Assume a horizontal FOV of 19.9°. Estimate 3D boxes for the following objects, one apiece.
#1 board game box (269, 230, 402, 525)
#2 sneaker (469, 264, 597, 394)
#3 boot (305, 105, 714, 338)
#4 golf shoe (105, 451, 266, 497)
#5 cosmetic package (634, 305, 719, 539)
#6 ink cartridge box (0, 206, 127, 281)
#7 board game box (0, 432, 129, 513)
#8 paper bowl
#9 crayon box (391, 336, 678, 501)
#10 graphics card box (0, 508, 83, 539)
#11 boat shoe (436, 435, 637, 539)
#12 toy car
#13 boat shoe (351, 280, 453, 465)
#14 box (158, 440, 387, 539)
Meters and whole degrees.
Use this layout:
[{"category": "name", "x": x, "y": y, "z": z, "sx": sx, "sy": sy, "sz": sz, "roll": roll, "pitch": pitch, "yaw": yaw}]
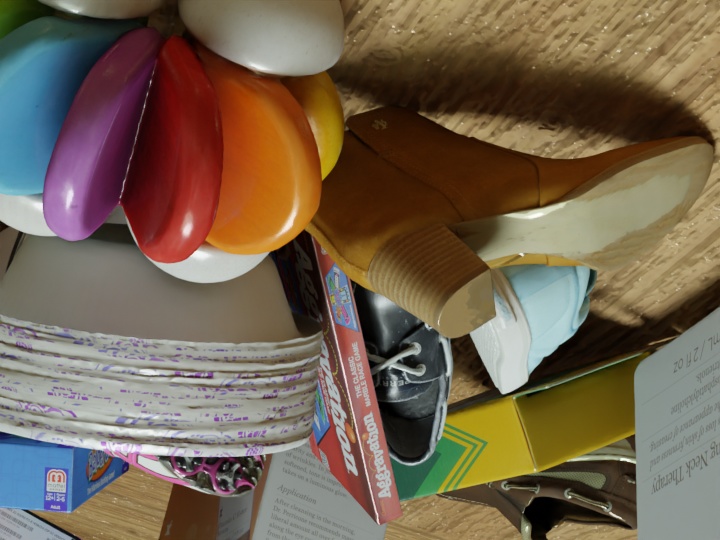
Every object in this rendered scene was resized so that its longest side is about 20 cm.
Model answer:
[{"category": "board game box", "x": -0.022, "y": 0.041, "z": 1.194, "sx": 0.103, "sy": 0.019, "sz": 0.202, "roll": 39, "pitch": 146, "yaw": 58}, {"category": "sneaker", "x": 0.105, "y": 0.023, "z": 1.218, "sx": 0.081, "sy": 0.074, "sz": 0.200, "roll": -26, "pitch": 175, "yaw": -3}, {"category": "boot", "x": 0.069, "y": -0.051, "z": 1.064, "sx": 0.144, "sy": 0.200, "sz": 0.071, "roll": 43, "pitch": 149, "yaw": 38}, {"category": "golf shoe", "x": -0.148, "y": 0.078, "z": 1.276, "sx": 0.199, "sy": 0.073, "sz": 0.092, "roll": 35, "pitch": 154, "yaw": -18}, {"category": "cosmetic package", "x": 0.265, "y": 0.135, "z": 1.179, "sx": 0.165, "sy": 0.202, "sz": 0.167, "roll": 9, "pitch": 157, "yaw": -15}, {"category": "ink cartridge box", "x": -0.174, "y": 0.028, "z": 1.364, "sx": 0.144, "sy": 0.085, "sz": 0.199, "roll": 27, "pitch": 153, "yaw": -25}, {"category": "board game box", "x": -0.264, "y": 0.117, "z": 1.341, "sx": 0.198, "sy": 0.046, "sz": 0.152, "roll": 3, "pitch": -175, "yaw": 7}, {"category": "paper bowl", "x": -0.119, "y": 0.033, "z": 1.121, "sx": 0.198, "sy": 0.105, "sz": 0.201, "roll": 7, "pitch": -173, "yaw": -1}, {"category": "crayon box", "x": 0.107, "y": 0.100, "z": 1.326, "sx": 0.125, "sy": 0.052, "sz": 0.199, "roll": -16, "pitch": 176, "yaw": -37}, {"category": "graphics card box", "x": -0.188, "y": 0.228, "z": 1.391, "sx": 0.199, "sy": 0.051, "sz": 0.126, "roll": 27, "pitch": 154, "yaw": -1}, {"category": "boat shoe", "x": 0.125, "y": 0.163, "z": 1.502, "sx": 0.201, "sy": 0.075, "sz": 0.075, "roll": -10, "pitch": 147, "yaw": 43}, {"category": "toy car", "x": -0.107, "y": -0.069, "z": 0.978, "sx": 0.198, "sy": 0.150, "sz": 0.176, "roll": 17, "pitch": 123, "yaw": -4}, {"category": "boat shoe", "x": 0.020, "y": 0.044, "z": 1.205, "sx": 0.071, "sy": 0.068, "sz": 0.201, "roll": 0, "pitch": 143, "yaw": 5}, {"category": "box", "x": -0.062, "y": 0.174, "z": 1.477, "sx": 0.106, "sy": 0.202, "sz": 0.152, "roll": 25, "pitch": 154, "yaw": -26}]
